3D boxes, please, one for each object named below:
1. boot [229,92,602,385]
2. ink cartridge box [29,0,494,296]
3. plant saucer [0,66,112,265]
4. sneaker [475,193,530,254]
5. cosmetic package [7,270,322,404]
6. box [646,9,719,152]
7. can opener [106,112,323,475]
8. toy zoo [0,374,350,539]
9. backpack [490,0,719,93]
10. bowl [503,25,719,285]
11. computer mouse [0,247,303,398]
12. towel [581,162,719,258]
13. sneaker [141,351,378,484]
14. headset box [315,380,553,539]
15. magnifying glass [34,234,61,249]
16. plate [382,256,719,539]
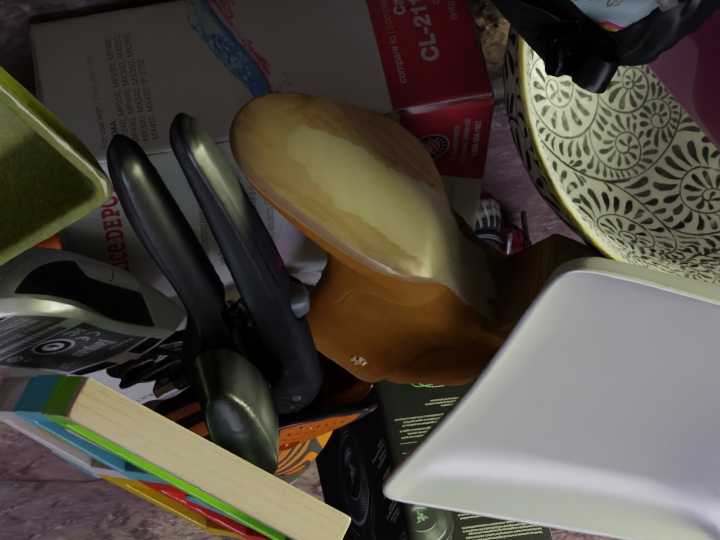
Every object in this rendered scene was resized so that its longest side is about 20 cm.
[{"bbox_3d":[0.001,0.000,0.982,0.201,0.071,0.144,25,150,-23],"label":"boot"},{"bbox_3d":[-0.047,-0.062,1.020,0.199,0.083,0.146,-10,155,-6],"label":"ink cartridge box"},{"bbox_3d":[-0.232,-0.066,0.894,0.199,0.048,0.200,-28,125,30],"label":"plant saucer"},{"bbox_3d":[0.057,0.009,1.178,0.080,0.075,0.200,-21,165,18],"label":"sneaker"},{"bbox_3d":[-0.099,0.025,1.217,0.200,0.051,0.082,-27,151,27],"label":"cosmetic package"},{"bbox_3d":[0.201,-0.118,0.822,0.096,0.200,0.176,1,128,-27],"label":"box"},{"bbox_3d":[-0.056,0.005,0.931,0.063,0.079,0.200,-21,137,-6],"label":"can opener"},{"bbox_3d":[-0.096,0.086,0.986,0.131,0.020,0.200,30,167,-16],"label":"toy zoo"},{"bbox_3d":[0.057,-0.178,0.769,0.127,0.167,0.200,-39,147,8],"label":"backpack"},{"bbox_3d":[0.135,-0.084,0.988,0.200,0.201,0.094,0,177,-27],"label":"bowl"},{"bbox_3d":[-0.120,0.018,1.007,0.109,0.044,0.200,-22,160,29],"label":"computer mouse"},{"bbox_3d":[0.177,-0.037,1.052,0.147,0.200,0.050,-15,143,1],"label":"towel"},{"bbox_3d":[-0.030,0.069,1.154,0.112,0.078,0.200,-28,179,23],"label":"sneaker"},{"bbox_3d":[0.044,0.152,1.380,0.093,0.200,0.174,-6,155,-16],"label":"headset box"},{"bbox_3d":[-0.189,0.003,1.161,0.200,0.022,0.080,-27,152,26],"label":"magnifying glass"},{"bbox_3d":[0.135,0.060,0.974,0.199,0.032,0.200,11,143,-19],"label":"plate"}]
